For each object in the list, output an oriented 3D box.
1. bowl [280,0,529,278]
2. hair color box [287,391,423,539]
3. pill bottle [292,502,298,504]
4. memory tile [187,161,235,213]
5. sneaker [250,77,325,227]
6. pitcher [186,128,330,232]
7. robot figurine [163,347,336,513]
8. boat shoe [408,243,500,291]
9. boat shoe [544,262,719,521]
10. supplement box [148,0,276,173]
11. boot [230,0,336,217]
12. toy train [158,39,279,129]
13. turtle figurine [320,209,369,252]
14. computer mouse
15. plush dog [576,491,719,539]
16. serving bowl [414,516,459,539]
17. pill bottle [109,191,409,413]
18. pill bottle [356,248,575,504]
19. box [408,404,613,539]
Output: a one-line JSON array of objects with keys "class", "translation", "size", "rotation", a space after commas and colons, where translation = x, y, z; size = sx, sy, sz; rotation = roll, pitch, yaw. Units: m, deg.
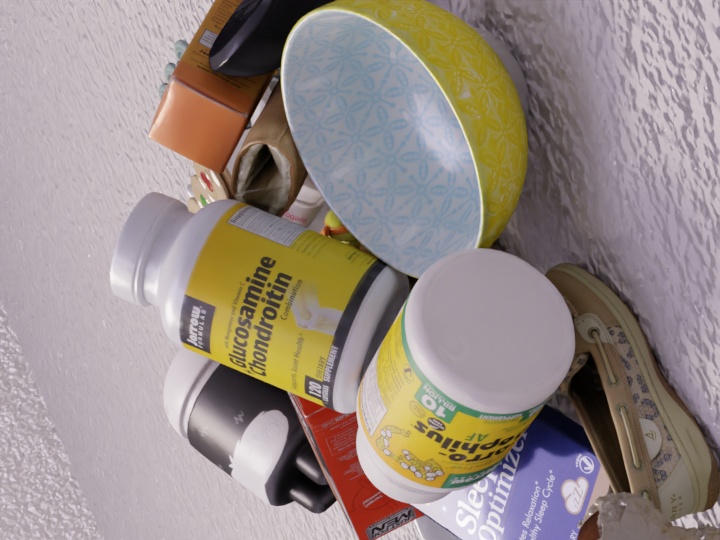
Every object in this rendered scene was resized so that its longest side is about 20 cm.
[{"class": "bowl", "translation": [0.050, -0.105, 1.320], "size": [0.200, 0.107, 0.201], "rotation": [37, 145, 32]}, {"class": "hair color box", "translation": [-0.013, 0.118, 1.528], "size": [0.102, 0.061, 0.201], "rotation": [60, 174, 38]}, {"class": "pill bottle", "translation": [-0.088, 0.137, 1.951], "size": [0.200, 0.111, 0.113], "rotation": [51, 153, 46]}, {"class": "memory tile", "translation": [-0.081, 0.001, 1.619], "size": [0.201, 0.017, 0.153], "rotation": [53, 163, 10]}, {"class": "sneaker", "translation": [-0.071, -0.090, 1.644], "size": [0.100, 0.077, 0.201], "rotation": [-61, 17, 26]}, {"class": "pitcher", "translation": [-0.109, -0.038, 1.779], "size": [0.170, 0.122, 0.201], "rotation": [15, 143, 11]}, {"class": "robot figurine", "translation": [-0.087, 0.133, 1.797], "size": [0.199, 0.151, 0.125], "rotation": [34, -171, 22]}, {"class": "boat shoe", "translation": [0.055, -0.013, 1.471], "size": [0.072, 0.071, 0.201], "rotation": [98, 149, -52]}, {"class": "boat shoe", "translation": [0.160, 0.078, 1.283], "size": [0.074, 0.062, 0.201], "rotation": [93, 152, -49]}, {"class": "supplement box", "translation": [-0.093, -0.165, 1.490], "size": [0.201, 0.068, 0.067], "rotation": [-70, 7, -47]}, {"class": "boot", "translation": [-0.049, -0.113, 1.494], "size": [0.176, 0.065, 0.201], "rotation": [99, -170, -53]}, {"class": "toy train", "translation": [-0.127, -0.158, 1.836], "size": [0.115, 0.085, 0.200], "rotation": [58, 159, 8]}, {"class": "turtle figurine", "translation": [0.000, 0.000, 1.543], "size": [0.162, 0.064, 0.202], "rotation": [64, -162, -54]}, {"class": "computer mouse", "translation": [-0.035, -0.211, 1.416], "size": [0.053, 0.201, 0.138], "rotation": [38, 164, -16]}, {"class": "plush dog", "translation": [0.225, 0.230, 1.182], "size": [0.172, 0.159, 0.202], "rotation": [68, -174, -63]}, {"class": "serving bowl", "translation": [0.094, 0.166, 1.543], "size": [0.201, 0.065, 0.201], "rotation": [55, 156, 39]}, {"class": "pill bottle", "translation": [-0.073, 0.016, 1.400], "size": [0.198, 0.112, 0.113], "rotation": [21, 141, 14]}, {"class": "pill bottle", "translation": [0.060, 0.080, 1.311], "size": [0.114, 0.112, 0.200], "rotation": [63, 154, 20]}, {"class": "box", "translation": [0.099, 0.143, 1.412], "size": [0.199, 0.032, 0.122], "rotation": [31, 116, 37]}]
